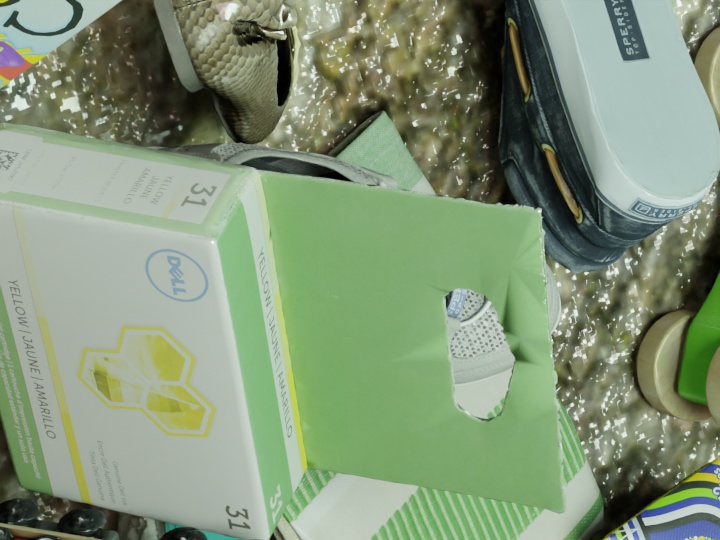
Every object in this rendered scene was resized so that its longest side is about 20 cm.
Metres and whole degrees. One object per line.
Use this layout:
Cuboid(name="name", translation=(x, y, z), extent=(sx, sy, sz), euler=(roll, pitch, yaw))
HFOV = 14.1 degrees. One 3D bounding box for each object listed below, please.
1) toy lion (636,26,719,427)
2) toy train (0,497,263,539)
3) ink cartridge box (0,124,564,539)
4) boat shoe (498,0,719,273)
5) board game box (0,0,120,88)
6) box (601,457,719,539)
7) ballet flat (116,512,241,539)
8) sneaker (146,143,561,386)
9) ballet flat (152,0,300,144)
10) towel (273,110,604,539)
Cuboid(name="toy lion", translation=(0.220, 0.006, 1.242), extent=(0.191, 0.069, 0.200), euler=(9, 92, -32))
Cuboid(name="toy train", translation=(-0.120, 0.106, 1.044), extent=(0.046, 0.200, 0.034), euler=(-56, 147, -49))
Cuboid(name="ink cartridge box", translation=(-0.034, 0.030, 1.010), extent=(0.048, 0.200, 0.146), euler=(-59, 152, -42))
Cuboid(name="boat shoe", translation=(0.081, -0.101, 1.163), extent=(0.071, 0.091, 0.201), euler=(-3, 71, -24))
Cuboid(name="board game box", translation=(-0.104, -0.153, 0.948), extent=(0.105, 0.200, 0.103), euler=(25, 59, -27))
Cuboid(name="box", translation=(0.173, 0.180, 1.187), extent=(0.064, 0.070, 0.200), euler=(-34, 82, -17))
Cuboid(name="ballet flat", translation=(-0.066, 0.147, 1.118), extent=(0.072, 0.072, 0.200), euler=(-11, 81, -23))
Cuboid(name="sneaker", translation=(0.000, 0.000, 1.085), extent=(0.200, 0.082, 0.075), euler=(12, 75, -33))
Cuboid(name="ballet flat", translation=(-0.039, -0.086, 1.040), extent=(0.046, 0.200, 0.067), euler=(-18, 86, 4))
Cuboid(name="towel", translation=(0.011, 0.061, 1.154), extent=(0.153, 0.023, 0.200), euler=(-44, 110, -31))
